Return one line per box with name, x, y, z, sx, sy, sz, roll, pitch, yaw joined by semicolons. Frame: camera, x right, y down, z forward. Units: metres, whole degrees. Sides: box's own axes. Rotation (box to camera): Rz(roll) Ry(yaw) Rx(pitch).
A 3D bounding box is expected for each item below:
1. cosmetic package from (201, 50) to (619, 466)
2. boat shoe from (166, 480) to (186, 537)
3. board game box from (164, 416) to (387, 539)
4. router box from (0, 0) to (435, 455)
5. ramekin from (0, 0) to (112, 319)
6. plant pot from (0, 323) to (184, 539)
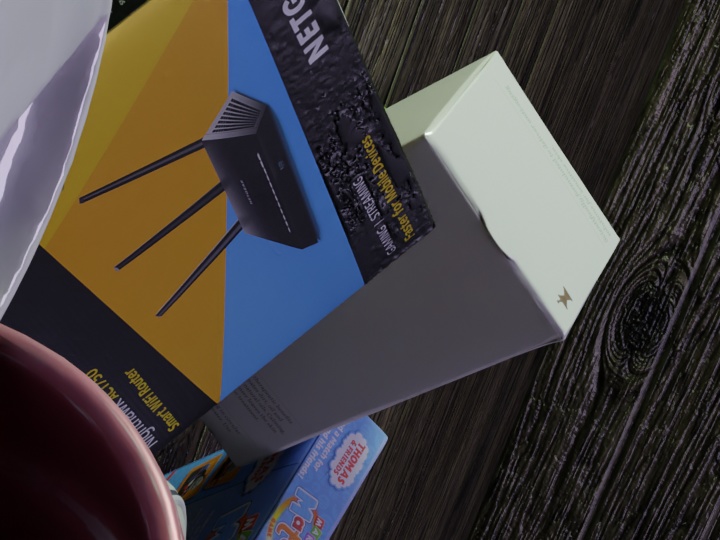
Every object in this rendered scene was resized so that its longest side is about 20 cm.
cosmetic package;0.000;0.000;0.876;0.199;0.108;0.085;-24;-162;36
boat shoe;-0.076;0.161;0.666;0.071;0.069;0.202;-28;137;-56
board game box;-0.086;0.148;0.961;0.199;0.037;0.152;-29;-157;50
router box;-0.064;-0.031;0.654;0.149;0.051;0.200;-39;149;-6
ramekin;-0.138;-0.042;0.408;0.202;0.093;0.204;22;90;-76
plant pot;-0.132;0.138;0.507;0.201;0.198;0.180;-57;157;-35
